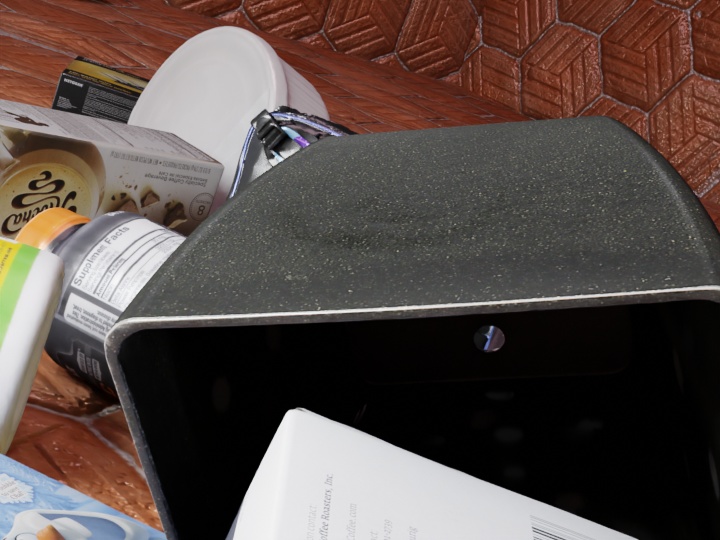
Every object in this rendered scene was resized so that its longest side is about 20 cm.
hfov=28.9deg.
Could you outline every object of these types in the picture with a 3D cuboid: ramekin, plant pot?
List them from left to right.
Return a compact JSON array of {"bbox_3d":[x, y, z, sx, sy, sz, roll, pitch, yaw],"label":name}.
[{"bbox_3d":[-0.111,-0.098,1.192,0.094,0.203,0.202,24,7,-42],"label":"ramekin"},{"bbox_3d":[0.042,0.045,0.539,0.199,0.200,0.178,-3,33,11],"label":"plant pot"}]

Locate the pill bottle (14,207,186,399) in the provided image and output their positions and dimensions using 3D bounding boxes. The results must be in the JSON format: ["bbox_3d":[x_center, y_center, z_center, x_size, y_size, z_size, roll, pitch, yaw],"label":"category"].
[{"bbox_3d":[-0.118,0.031,0.835,0.200,0.106,0.106,25,14,22],"label":"pill bottle"}]

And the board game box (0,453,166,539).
[{"bbox_3d":[-0.158,0.127,0.526,0.199,0.043,0.200,22,13,12],"label":"board game box"}]

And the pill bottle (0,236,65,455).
[{"bbox_3d":[-0.256,0.016,0.680,0.200,0.111,0.111,18,13,-8],"label":"pill bottle"}]

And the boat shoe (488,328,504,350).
[{"bbox_3d":[0.106,0.065,1.090,0.066,0.070,0.200,35,24,12],"label":"boat shoe"}]

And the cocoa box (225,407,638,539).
[{"bbox_3d":[0.007,0.158,0.380,0.133,0.131,0.200,22,23,-8],"label":"cocoa box"}]

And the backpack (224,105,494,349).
[{"bbox_3d":[0.000,0.000,0.965,0.200,0.183,0.135,19,-3,5],"label":"backpack"}]

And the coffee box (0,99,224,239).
[{"bbox_3d":[-0.212,-0.052,1.016,0.200,0.113,0.080,8,18,-45],"label":"coffee box"}]

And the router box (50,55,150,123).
[{"bbox_3d":[-0.250,-0.186,1.626,0.200,0.052,0.157,18,13,-10],"label":"router box"}]
